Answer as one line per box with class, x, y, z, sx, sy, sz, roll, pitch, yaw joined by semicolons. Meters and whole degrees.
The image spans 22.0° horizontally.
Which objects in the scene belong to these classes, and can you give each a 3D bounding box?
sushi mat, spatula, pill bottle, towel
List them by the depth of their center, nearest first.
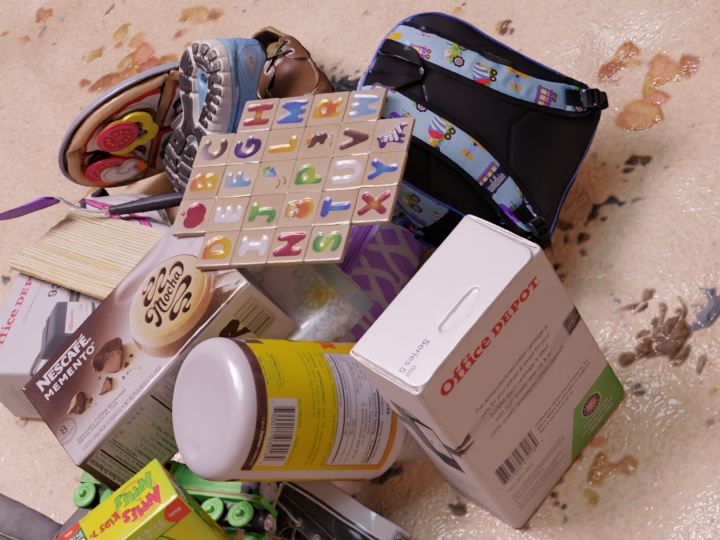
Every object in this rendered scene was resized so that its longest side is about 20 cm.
pill bottle;-0.039;0.109;1.446;0.109;0.199;0.110;-8;80;53
towel;-0.100;0.035;1.569;0.171;0.048;0.200;-48;46;1
sushi mat;-0.237;-0.014;1.717;0.199;0.012;0.096;14;47;45
spatula;-0.253;-0.061;1.761;0.198;0.057;0.021;-2;88;7

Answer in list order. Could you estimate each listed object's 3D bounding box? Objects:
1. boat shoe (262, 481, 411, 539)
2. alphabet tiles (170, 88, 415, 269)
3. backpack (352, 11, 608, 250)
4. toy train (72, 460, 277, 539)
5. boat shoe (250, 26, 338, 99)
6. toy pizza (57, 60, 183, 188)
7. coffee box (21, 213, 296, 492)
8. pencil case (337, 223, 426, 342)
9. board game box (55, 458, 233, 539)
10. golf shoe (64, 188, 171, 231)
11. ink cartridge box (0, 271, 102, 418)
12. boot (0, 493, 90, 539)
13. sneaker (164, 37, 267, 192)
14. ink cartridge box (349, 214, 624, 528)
boat shoe;-0.048;0.198;1.506;0.198;0.074;0.068;28;83;32
alphabet tiles;-0.055;-0.074;1.478;0.198;0.006;0.168;-3;56;28
backpack;0.081;-0.110;1.567;0.184;0.199;0.135;-65;9;-22
toy train;-0.150;0.183;1.511;0.198;0.042;0.057;2;55;31
boat shoe;-0.076;-0.187;1.794;0.072;0.068;0.200;-32;21;-5
toy pizza;-0.198;-0.133;1.799;0.199;0.200;0.032;-31;70;6
coffee box;-0.165;0.071;1.505;0.200;0.080;0.113;-46;47;1
pencil case;0.000;0.000;1.628;0.083;0.086;0.201;24;70;12
board game box;-0.139;0.241;1.431;0.101;0.200;0.048;-39;44;-3
golf shoe;-0.217;-0.040;1.808;0.199;0.073;0.092;13;60;39
ink cartridge box;-0.243;0.059;1.731;0.198;0.084;0.146;-1;54;32
boot;-0.286;0.223;1.645;0.199;0.073;0.182;13;60;46
sneaker;-0.124;-0.132;1.749;0.090;0.201;0.078;-22;52;-37
ink cartridge box;0.101;0.078;1.417;0.084;0.200;0.146;28;71;43
